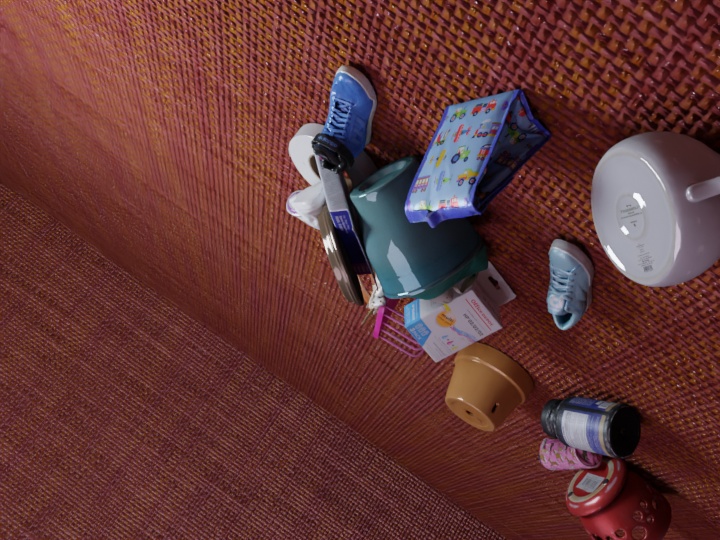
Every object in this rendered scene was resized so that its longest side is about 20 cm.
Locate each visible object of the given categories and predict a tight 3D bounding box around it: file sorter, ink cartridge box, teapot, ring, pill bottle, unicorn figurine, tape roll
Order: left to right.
[{"bbox_3d":[-0.050,-0.199,1.470,0.201,0.037,0.203,31,159,14],"label":"tape roll"},{"bbox_3d":[-0.025,-0.087,1.393,0.043,0.202,0.197,-17,142,5],"label":"ink cartridge box"},{"bbox_3d":[0.000,0.000,1.679,0.200,0.019,0.203,160,91,-77],"label":"ring"},{"bbox_3d":[0.057,-0.005,1.534,0.136,0.203,0.073,-25,157,33],"label":"unicorn figurine"},{"bbox_3d":[0.118,0.085,1.665,0.124,0.140,0.201,28,158,9],"label":"file sorter"},{"bbox_3d":[0.197,0.081,1.480,0.199,0.068,0.115,-32,118,22],"label":"ink cartridge box"},{"bbox_3d":[0.493,0.334,1.642,0.112,0.112,0.199,46,157,-24],"label":"pill bottle"},{"bbox_3d":[0.387,-0.083,0.915,0.201,0.144,0.199,-120,20,-48],"label":"teapot"}]

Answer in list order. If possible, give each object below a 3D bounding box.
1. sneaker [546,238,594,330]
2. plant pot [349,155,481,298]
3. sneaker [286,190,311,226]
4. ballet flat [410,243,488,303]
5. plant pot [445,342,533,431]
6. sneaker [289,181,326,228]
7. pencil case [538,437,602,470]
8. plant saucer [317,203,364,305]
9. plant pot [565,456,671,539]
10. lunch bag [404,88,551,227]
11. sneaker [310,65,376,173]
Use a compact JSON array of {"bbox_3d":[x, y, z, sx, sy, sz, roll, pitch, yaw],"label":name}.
[{"bbox_3d":[0.349,0.033,1.283,0.073,0.082,0.201,17,152,36],"label":"sneaker"},{"bbox_3d":[0.080,-0.086,1.319,0.199,0.200,0.189,-4,121,59],"label":"plant pot"},{"bbox_3d":[-0.062,-0.120,1.634,0.198,0.076,0.099,23,174,31],"label":"sneaker"},{"bbox_3d":[0.162,0.019,1.370,0.067,0.199,0.071,1,119,59],"label":"ballet flat"},{"bbox_3d":[0.293,0.286,1.807,0.199,0.141,0.201,31,157,14],"label":"plant pot"},{"bbox_3d":[-0.087,-0.120,1.499,0.089,0.075,0.200,59,174,-10],"label":"sneaker"},{"bbox_3d":[0.521,0.453,1.887,0.085,0.084,0.200,11,162,-13],"label":"pencil case"},{"bbox_3d":[-0.038,-0.027,1.415,0.200,0.029,0.203,-20,-89,-85],"label":"plant saucer"},{"bbox_3d":[0.614,0.562,1.825,0.183,0.200,0.200,48,157,-6],"label":"plant pot"},{"bbox_3d":[0.147,-0.144,1.064,0.094,0.201,0.150,46,156,-26],"label":"lunch bag"},{"bbox_3d":[-0.032,-0.239,1.260,0.076,0.112,0.201,30,158,12],"label":"sneaker"}]
